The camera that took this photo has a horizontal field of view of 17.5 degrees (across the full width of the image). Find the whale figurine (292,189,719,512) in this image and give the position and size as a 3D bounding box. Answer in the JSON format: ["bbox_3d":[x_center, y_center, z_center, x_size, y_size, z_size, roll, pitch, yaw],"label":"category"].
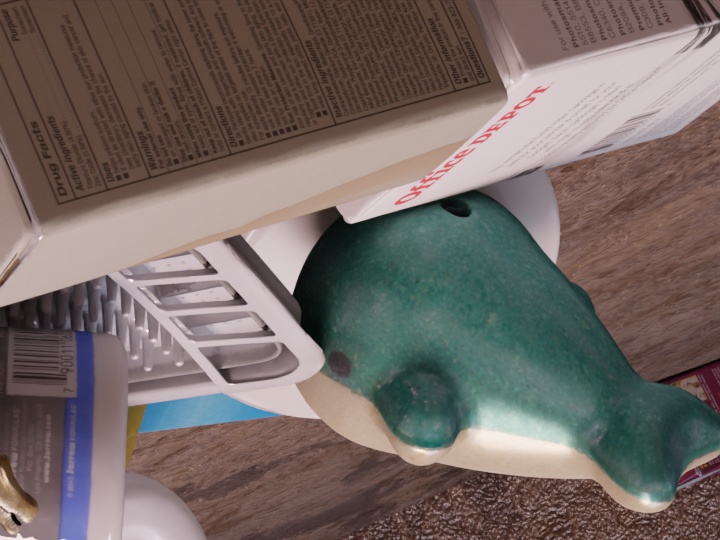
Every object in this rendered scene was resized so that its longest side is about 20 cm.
[{"bbox_3d":[0.064,0.030,1.017,0.159,0.199,0.104,-31,139,-50],"label":"whale figurine"}]

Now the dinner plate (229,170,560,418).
[{"bbox_3d":[0.000,0.000,1.111,0.198,0.024,0.201,-5,128,-6],"label":"dinner plate"}]

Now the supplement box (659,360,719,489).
[{"bbox_3d":[0.442,0.198,3.010,0.199,0.132,0.103,-14,165,-40],"label":"supplement box"}]

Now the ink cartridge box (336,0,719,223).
[{"bbox_3d":[0.087,-0.103,0.984,0.199,0.085,0.146,-16,166,-36],"label":"ink cartridge box"}]

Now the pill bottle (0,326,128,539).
[{"bbox_3d":[-0.194,0.076,0.916,0.198,0.115,0.114,3,163,-9],"label":"pill bottle"}]

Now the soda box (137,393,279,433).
[{"bbox_3d":[-0.085,0.039,1.258,0.200,0.064,0.068,1,118,-64],"label":"soda box"}]

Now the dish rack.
[{"bbox_3d":[-0.128,0.010,0.963,0.198,0.044,0.172,-9,155,16],"label":"dish rack"}]

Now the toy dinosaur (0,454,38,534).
[{"bbox_3d":[-0.211,0.072,0.809,0.199,0.058,0.101,17,114,-44],"label":"toy dinosaur"}]

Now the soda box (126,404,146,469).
[{"bbox_3d":[-0.163,0.117,1.176,0.068,0.064,0.201,-51,167,-42],"label":"soda box"}]

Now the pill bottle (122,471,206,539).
[{"bbox_3d":[-0.169,0.148,1.069,0.199,0.113,0.112,-5,-175,42],"label":"pill bottle"}]

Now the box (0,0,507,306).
[{"bbox_3d":[-0.057,-0.063,0.841,0.199,0.096,0.078,-16,167,-31],"label":"box"}]
